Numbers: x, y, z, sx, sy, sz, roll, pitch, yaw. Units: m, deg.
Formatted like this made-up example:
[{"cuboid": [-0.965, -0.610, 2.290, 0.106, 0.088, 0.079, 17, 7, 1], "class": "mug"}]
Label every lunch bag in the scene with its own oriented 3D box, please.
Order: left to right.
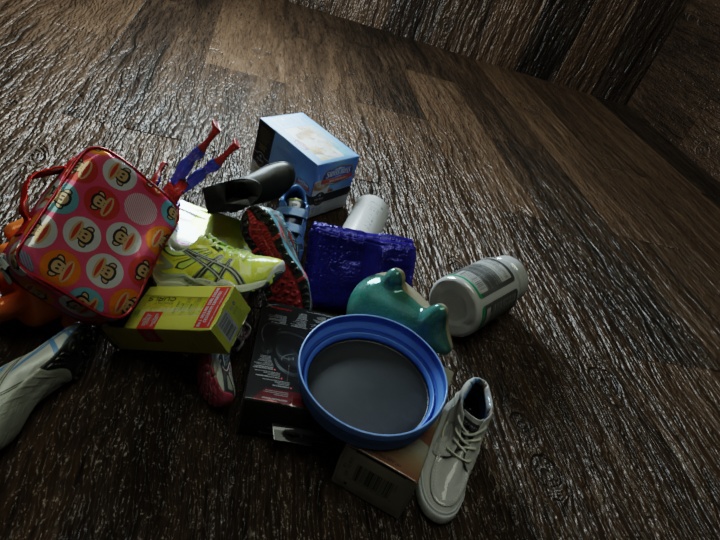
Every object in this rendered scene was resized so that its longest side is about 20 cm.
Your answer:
[{"cuboid": [-0.342, -0.050, 0.658, 0.176, 0.081, 0.203, 42, 51, -33], "class": "lunch bag"}]

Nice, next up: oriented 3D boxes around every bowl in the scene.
[{"cuboid": [0.014, 0.139, 0.678, 0.196, 0.040, 0.202, 10, 37, -7], "class": "bowl"}]

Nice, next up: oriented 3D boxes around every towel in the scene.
[{"cuboid": [0.000, 0.000, 0.914, 0.196, 0.049, 0.151, 9, 81, -15], "class": "towel"}]

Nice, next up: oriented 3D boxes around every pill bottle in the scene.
[{"cuboid": [0.230, 0.041, 0.989, 0.198, 0.114, 0.113, -19, 52, -42], "class": "pill bottle"}]

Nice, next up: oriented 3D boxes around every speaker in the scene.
[{"cuboid": [0.001, -0.074, 1.044, 0.080, 0.082, 0.201, 22, 37, 0], "class": "speaker"}]

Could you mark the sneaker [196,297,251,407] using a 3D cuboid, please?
[{"cuboid": [-0.190, 0.098, 0.735, 0.073, 0.081, 0.202, 7, 39, -22], "class": "sneaker"}]

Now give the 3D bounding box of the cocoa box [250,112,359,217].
[{"cuboid": [-0.124, -0.234, 1.137, 0.199, 0.133, 0.132, 41, 41, 24], "class": "cocoa box"}]

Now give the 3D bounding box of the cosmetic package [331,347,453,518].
[{"cuboid": [0.050, 0.208, 0.711, 0.102, 0.088, 0.201, 24, 36, 8], "class": "cosmetic package"}]

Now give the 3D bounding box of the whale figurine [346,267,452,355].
[{"cuboid": [0.052, 0.079, 0.806, 0.102, 0.162, 0.199, -18, 19, -32], "class": "whale figurine"}]

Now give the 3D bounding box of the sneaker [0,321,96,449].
[{"cuboid": [-0.390, 0.122, 0.614, 0.071, 0.073, 0.201, 15, 33, 6], "class": "sneaker"}]

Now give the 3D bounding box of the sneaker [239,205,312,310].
[{"cuboid": [-0.120, -0.015, 0.863, 0.203, 0.078, 0.095, 69, 20, -2], "class": "sneaker"}]

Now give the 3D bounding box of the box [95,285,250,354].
[{"cuboid": [-0.246, 0.063, 0.682, 0.196, 0.051, 0.076, 0, 47, 25], "class": "box"}]

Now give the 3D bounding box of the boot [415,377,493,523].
[{"cuboid": [0.132, 0.233, 0.714, 0.072, 0.097, 0.201, 24, 37, 4], "class": "boot"}]

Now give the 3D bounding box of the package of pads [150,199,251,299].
[{"cuboid": [-0.262, -0.037, 0.875, 0.196, 0.069, 0.156, 19, 37, -5], "class": "package of pads"}]

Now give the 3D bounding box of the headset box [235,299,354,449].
[{"cuboid": [-0.084, 0.148, 0.728, 0.146, 0.078, 0.202, 12, 38, -11], "class": "headset box"}]

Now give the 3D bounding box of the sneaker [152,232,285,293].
[{"cuboid": [-0.208, -0.012, 0.760, 0.195, 0.078, 0.076, 0, 16, -1], "class": "sneaker"}]

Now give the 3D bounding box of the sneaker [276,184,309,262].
[{"cuboid": [-0.136, -0.088, 0.992, 0.073, 0.083, 0.202, 13, 38, -15], "class": "sneaker"}]

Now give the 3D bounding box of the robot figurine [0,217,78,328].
[{"cuboid": [-0.411, 0.002, 0.715, 0.143, 0.118, 0.199, 33, 39, 19], "class": "robot figurine"}]

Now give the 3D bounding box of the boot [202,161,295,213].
[{"cuboid": [-0.185, -0.147, 0.907, 0.163, 0.067, 0.200, -27, 8, -5], "class": "boot"}]

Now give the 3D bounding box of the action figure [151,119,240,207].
[{"cuboid": [-0.279, -0.155, 0.827, 0.065, 0.200, 0.099, 39, 13, -35], "class": "action figure"}]
